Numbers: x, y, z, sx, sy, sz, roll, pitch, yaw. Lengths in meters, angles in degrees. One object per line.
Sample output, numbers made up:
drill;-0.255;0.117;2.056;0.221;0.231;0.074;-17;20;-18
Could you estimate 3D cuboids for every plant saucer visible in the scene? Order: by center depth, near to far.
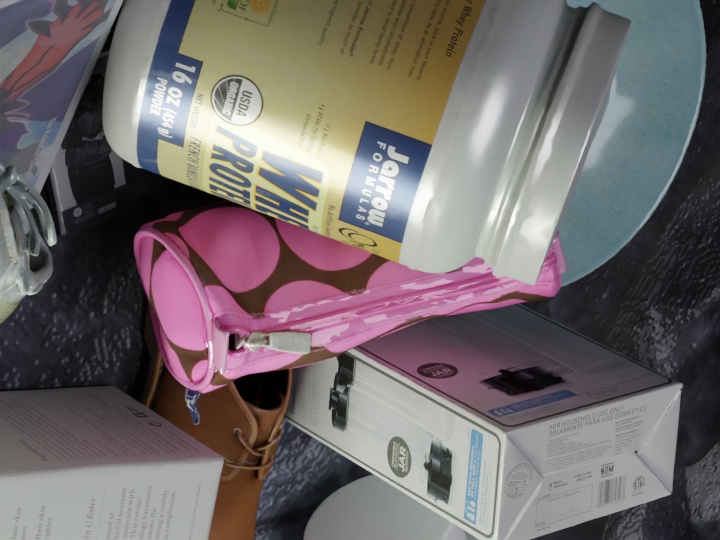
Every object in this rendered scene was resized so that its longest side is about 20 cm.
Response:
plant saucer;0.090;-0.087;1.265;0.201;0.039;0.201;-18;120;-33

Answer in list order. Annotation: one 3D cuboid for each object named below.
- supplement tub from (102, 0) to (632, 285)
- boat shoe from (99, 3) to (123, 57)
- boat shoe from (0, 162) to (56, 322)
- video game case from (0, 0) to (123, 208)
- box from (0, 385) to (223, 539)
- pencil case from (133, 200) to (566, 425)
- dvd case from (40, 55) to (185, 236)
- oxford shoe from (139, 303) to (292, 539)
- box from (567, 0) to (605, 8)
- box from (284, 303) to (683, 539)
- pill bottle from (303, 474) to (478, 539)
supplement tub;0.004;-0.084;1.076;0.144;0.200;0.144;20;90;-85
boat shoe;-0.109;-0.183;1.058;0.075;0.062;0.200;-9;116;-38
boat shoe;-0.157;-0.018;1.012;0.065;0.074;0.202;-34;170;-13
video game case;-0.189;-0.051;1.020;0.182;0.023;0.200;-27;162;-33
box;-0.179;0.130;1.144;0.200;0.097;0.124;-1;109;-40
pencil case;0.000;0.000;1.152;0.200;0.094;0.091;-17;109;-24
dvd case;-0.096;-0.132;1.147;0.150;0.025;0.200;-25;122;-30
oxford shoe;-0.068;0.082;1.224;0.071;0.071;0.200;-12;112;-38
box;0.063;-0.139;1.271;0.144;0.036;0.200;15;100;-43
box;0.048;0.060;1.233;0.117;0.200;0.060;-12;115;-34
pill bottle;0.035;0.208;1.346;0.111;0.111;0.200;-35;128;-23
